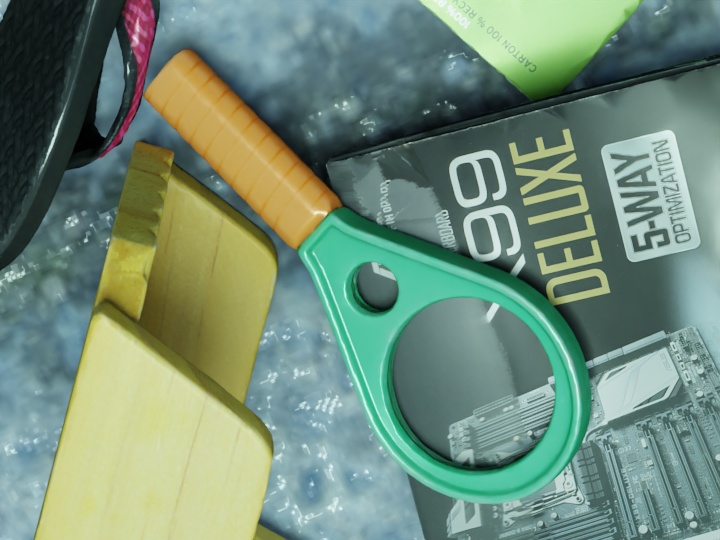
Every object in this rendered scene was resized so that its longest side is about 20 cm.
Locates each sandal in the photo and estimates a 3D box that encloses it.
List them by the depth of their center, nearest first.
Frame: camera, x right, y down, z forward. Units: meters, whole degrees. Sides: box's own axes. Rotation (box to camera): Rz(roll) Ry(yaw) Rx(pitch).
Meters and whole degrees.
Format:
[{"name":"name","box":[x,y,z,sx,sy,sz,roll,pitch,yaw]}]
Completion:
[{"name":"sandal","box":[-0.094,-0.086,0.934,0.045,0.075,0.201,17,102,-38]}]

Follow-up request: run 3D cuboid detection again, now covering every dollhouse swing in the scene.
[{"name":"dollhouse swing","box":[-0.021,0.077,0.914,0.175,0.200,0.183,15,106,-5]}]

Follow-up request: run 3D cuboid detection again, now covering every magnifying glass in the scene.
[{"name":"magnifying glass","box":[0.000,0.000,0.929,0.200,0.022,0.080,46,113,8]}]

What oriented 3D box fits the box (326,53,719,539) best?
[{"name":"box","box":[0.089,0.035,0.948,0.157,0.050,0.201,-13,96,15]}]

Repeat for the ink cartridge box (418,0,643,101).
[{"name":"ink cartridge box","box":[0.083,-0.165,0.905,0.148,0.076,0.200,40,101,-12]}]
